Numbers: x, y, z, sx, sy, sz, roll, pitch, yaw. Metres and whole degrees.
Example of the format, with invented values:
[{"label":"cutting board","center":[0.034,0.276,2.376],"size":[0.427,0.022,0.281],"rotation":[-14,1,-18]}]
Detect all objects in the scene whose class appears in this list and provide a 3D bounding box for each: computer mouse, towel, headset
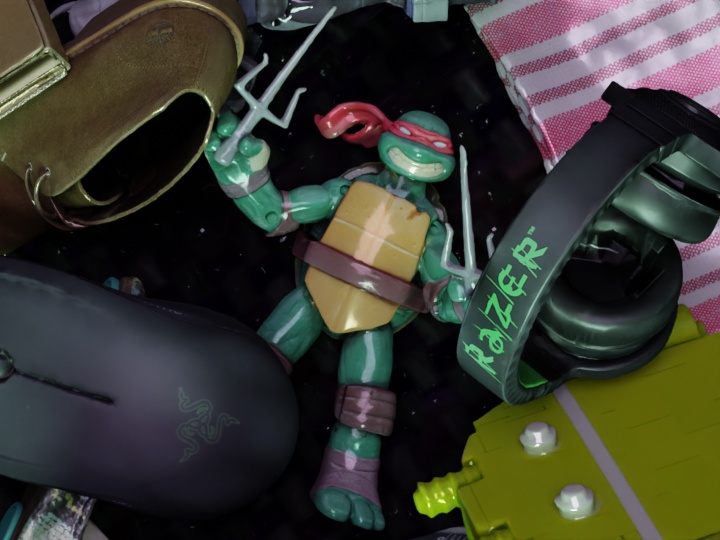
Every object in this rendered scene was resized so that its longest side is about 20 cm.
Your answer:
[{"label":"computer mouse","center":[-0.124,0.050,0.818],"size":[0.199,0.053,0.139],"rotation":[11,89,4]},{"label":"towel","center":[0.153,-0.069,0.909],"size":[0.146,0.030,0.201],"rotation":[-26,76,-2]},{"label":"headset","center":[0.096,-0.025,0.803],"size":[0.094,0.200,0.124],"rotation":[37,126,21]}]

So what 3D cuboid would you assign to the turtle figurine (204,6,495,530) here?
[{"label":"turtle figurine","center":[0.000,0.000,0.871],"size":[0.149,0.101,0.201],"rotation":[22,93,19]}]

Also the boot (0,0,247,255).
[{"label":"boot","center":[-0.131,-0.045,0.864],"size":[0.200,0.074,0.076],"rotation":[-32,38,31]}]

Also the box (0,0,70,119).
[{"label":"box","center":[-0.224,-0.113,0.900],"size":[0.163,0.021,0.200],"rotation":[-33,51,8]}]

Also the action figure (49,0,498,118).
[{"label":"action figure","center":[-0.039,-0.127,0.894],"size":[0.199,0.130,0.070],"rotation":[-12,51,-8]}]

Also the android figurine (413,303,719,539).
[{"label":"android figurine","center":[0.121,0.075,0.788],"size":[0.199,0.182,0.041],"rotation":[-15,120,-5]}]

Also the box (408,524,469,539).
[{"label":"box","center":[0.088,0.185,0.762],"size":[0.181,0.200,0.105],"rotation":[-16,120,1]}]

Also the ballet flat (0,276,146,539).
[{"label":"ballet flat","center":[-0.121,0.103,0.882],"size":[0.074,0.074,0.201],"rotation":[23,82,10]}]
